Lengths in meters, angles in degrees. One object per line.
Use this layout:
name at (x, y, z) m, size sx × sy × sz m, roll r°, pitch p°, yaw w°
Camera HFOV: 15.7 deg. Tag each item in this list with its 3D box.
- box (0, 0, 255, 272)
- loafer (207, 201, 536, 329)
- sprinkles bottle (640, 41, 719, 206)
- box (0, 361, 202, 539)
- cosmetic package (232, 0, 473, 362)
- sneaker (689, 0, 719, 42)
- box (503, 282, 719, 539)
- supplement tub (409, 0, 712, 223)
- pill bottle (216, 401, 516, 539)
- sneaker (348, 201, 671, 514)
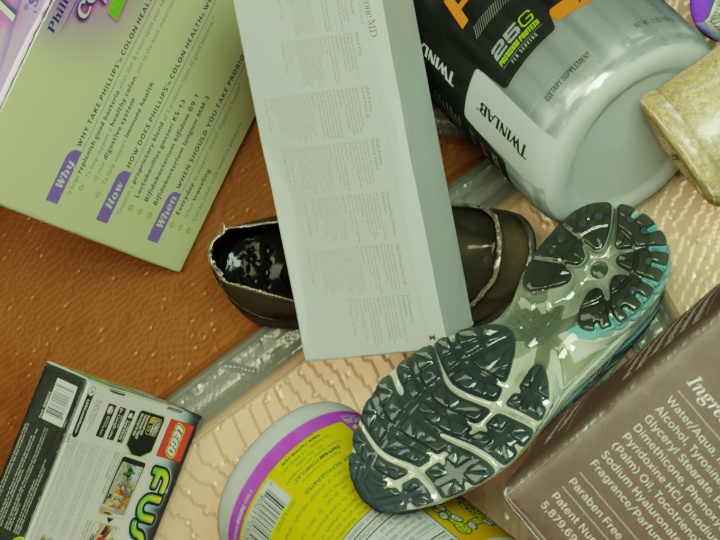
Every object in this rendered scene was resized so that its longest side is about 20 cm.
box at (-0.153, -0.116, 1.466) m, size 0.097 × 0.200 × 0.176 m, roll 28°, pitch 93°, yaw 34°
loafer at (0.000, 0.000, 1.414) m, size 0.200 × 0.071 × 0.073 m, roll -7°, pitch 73°, yaw 31°
sprinkles bottle at (0.233, -0.115, 1.270) m, size 0.200 × 0.068 × 0.068 m, roll -36°, pitch 60°, yaw 3°
box at (-0.167, 0.159, 1.454) m, size 0.035 × 0.110 × 0.200 m, roll 21°, pitch 88°, yaw 35°
cosmetic package at (-0.002, -0.058, 1.341) m, size 0.082 × 0.051 × 0.201 m, roll -5°, pitch 104°, yaw 24°
sneaker at (0.201, -0.213, 1.352) m, size 0.099 × 0.070 × 0.201 m, roll 17°, pitch 82°, yaw 41°
box at (0.199, 0.084, 1.175) m, size 0.200 × 0.166 × 0.164 m, roll -41°, pitch 87°, yaw 17°
supplement tub at (0.083, -0.128, 1.365) m, size 0.123 × 0.122 × 0.200 m, roll -50°, pitch 57°, yaw 11°
pill bottle at (0.025, 0.159, 1.335) m, size 0.200 × 0.104 × 0.104 m, roll 37°, pitch 98°, yaw 34°
sneaker at (0.083, 0.059, 1.317) m, size 0.200 × 0.086 × 0.078 m, roll -40°, pitch 64°, yaw -7°
